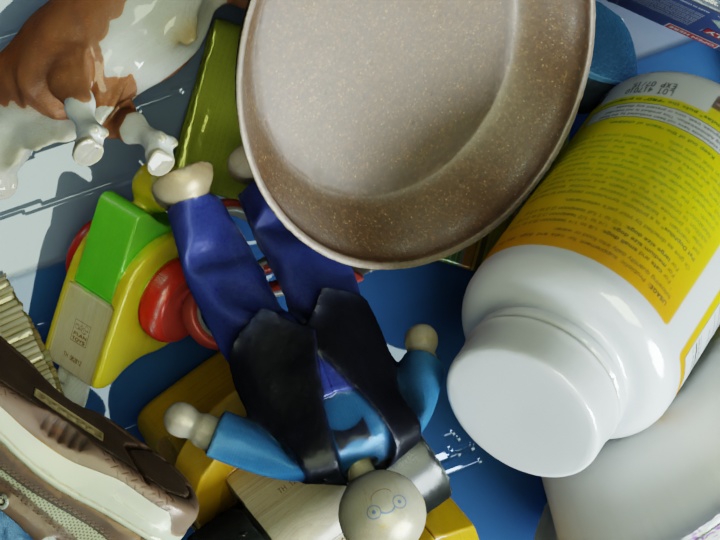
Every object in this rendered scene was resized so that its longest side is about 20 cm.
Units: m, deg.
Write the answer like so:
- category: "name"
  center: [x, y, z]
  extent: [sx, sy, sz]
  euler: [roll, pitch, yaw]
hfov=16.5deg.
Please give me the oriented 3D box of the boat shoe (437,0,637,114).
- category: "boat shoe"
  center: [0.045, -0.118, 1.218]
  extent: [0.199, 0.069, 0.084]
  euler: [29, 49, -26]

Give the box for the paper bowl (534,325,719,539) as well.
- category: "paper bowl"
  center: [0.169, 0.089, 1.227]
  extent: [0.201, 0.201, 0.104]
  euler: [-42, 104, -8]

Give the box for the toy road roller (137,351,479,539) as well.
- category: "toy road roller"
  center: [-0.028, 0.120, 1.232]
  extent: [0.123, 0.146, 0.200]
  euler: [-34, 142, -10]

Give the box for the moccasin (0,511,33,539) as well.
- category: "moccasin"
  center: [-0.236, 0.157, 1.176]
  extent: [0.199, 0.068, 0.081]
  euler: [-10, 92, -5]

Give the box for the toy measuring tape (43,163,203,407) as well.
- category: "toy measuring tape"
  center: [-0.118, 0.038, 1.216]
  extent: [0.073, 0.074, 0.201]
  euler: [13, 109, -17]

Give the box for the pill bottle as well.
- category: "pill bottle"
  center: [0.119, 0.003, 1.176]
  extent: [0.109, 0.109, 0.200]
  euler: [51, 50, -16]

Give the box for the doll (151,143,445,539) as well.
- category: "doll"
  center: [-0.029, 0.041, 1.132]
  extent: [0.136, 0.048, 0.201]
  euler: [-22, 75, -20]

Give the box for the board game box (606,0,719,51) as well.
- category: "board game box"
  center: [0.169, -0.230, 1.252]
  extent: [0.199, 0.062, 0.201]
  euler: [23, 80, -9]

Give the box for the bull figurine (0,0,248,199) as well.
- category: "bull figurine"
  center: [-0.109, -0.103, 1.155]
  extent: [0.200, 0.121, 0.065]
  euler: [-47, 135, 3]

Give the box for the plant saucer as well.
- category: "plant saucer"
  center: [0.019, -0.101, 1.129]
  extent: [0.200, 0.037, 0.202]
  euler: [-15, 115, -33]

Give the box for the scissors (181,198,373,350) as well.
- category: "scissors"
  center: [0.000, 0.000, 1.220]
  extent: [0.199, 0.014, 0.074]
  euler: [-2, 84, -33]

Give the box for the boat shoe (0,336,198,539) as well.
- category: "boat shoe"
  center: [-0.172, 0.076, 1.117]
  extent: [0.202, 0.075, 0.075]
  euler: [38, 101, -5]

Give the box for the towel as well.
- category: "towel"
  center: [0.007, -0.059, 1.259]
  extent: [0.199, 0.018, 0.087]
  euler: [16, 89, -17]

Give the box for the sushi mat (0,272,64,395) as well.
- category: "sushi mat"
  center: [-0.240, 0.074, 1.171]
  extent: [0.199, 0.096, 0.012]
  euler: [-24, 143, -12]
